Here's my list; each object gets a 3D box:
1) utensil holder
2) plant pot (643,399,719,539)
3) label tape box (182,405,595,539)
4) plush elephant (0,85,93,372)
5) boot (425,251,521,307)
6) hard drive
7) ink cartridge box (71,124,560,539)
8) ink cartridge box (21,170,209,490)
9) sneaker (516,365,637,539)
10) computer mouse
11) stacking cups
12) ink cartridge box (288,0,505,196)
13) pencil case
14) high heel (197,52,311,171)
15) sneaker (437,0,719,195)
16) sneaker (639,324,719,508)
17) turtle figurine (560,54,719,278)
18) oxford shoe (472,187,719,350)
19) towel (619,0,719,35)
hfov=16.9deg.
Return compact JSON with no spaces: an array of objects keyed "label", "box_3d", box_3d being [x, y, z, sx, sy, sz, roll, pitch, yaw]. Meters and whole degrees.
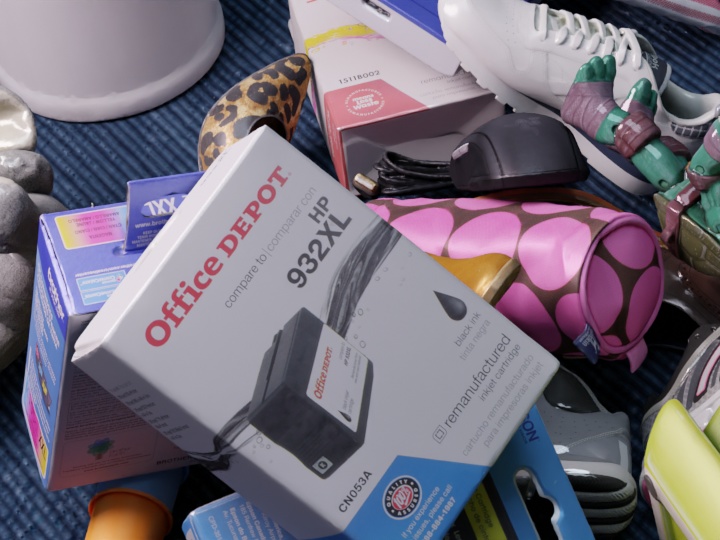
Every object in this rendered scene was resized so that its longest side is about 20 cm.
[{"label":"utensil holder","box_3d":[-0.192,-0.232,1.689,0.170,0.200,0.170,-4,45,4]},{"label":"plant pot","box_3d":[0.263,0.146,1.246,0.181,0.199,0.200,-26,47,-7]},{"label":"label tape box","box_3d":[0.022,0.163,1.310,0.200,0.066,0.143,-21,80,-15]},{"label":"plush elephant","box_3d":[-0.256,-0.028,1.528,0.155,0.165,0.200,28,25,16]},{"label":"boot","box_3d":[0.000,0.000,1.401,0.144,0.201,0.071,43,61,0]},{"label":"hard drive","box_3d":[0.052,-0.207,1.643,0.132,0.025,0.200,33,35,9]},{"label":"ink cartridge box","box_3d":[-0.023,0.046,1.239,0.200,0.084,0.145,39,74,-9]},{"label":"ink cartridge box","box_3d":[-0.110,0.028,1.339,0.136,0.200,0.076,-9,56,-20]},{"label":"sneaker","box_3d":[0.064,0.098,1.417,0.200,0.075,0.116,7,40,5]},{"label":"computer mouse","box_3d":[0.064,-0.071,1.510,0.140,0.046,0.200,-5,2,-2]},{"label":"stacking cups","box_3d":[-0.129,0.130,1.424,0.060,0.061,0.200,2,51,11]},{"label":"ink cartridge box","box_3d":[0.019,-0.149,1.665,0.116,0.068,0.200,-14,44,-6]},{"label":"pencil case","box_3d":[0.083,0.007,1.456,0.200,0.094,0.091,9,42,43]},{"label":"high heel","box_3d":[-0.048,-0.048,1.564,0.142,0.071,0.200,20,68,34]},{"label":"sneaker","box_3d":[0.140,-0.133,1.550,0.200,0.080,0.076,31,41,-19]},{"label":"sneaker","box_3d":[0.232,0.053,1.381,0.200,0.074,0.088,-43,30,20]},{"label":"turtle figurine","box_3d":[0.213,-0.048,1.421,0.101,0.150,0.200,-47,59,-7]},{"label":"oxford shoe","box_3d":[0.144,0.003,1.492,0.200,0.071,0.073,13,53,20]},{"label":"towel","box_3d":[0.164,-0.233,1.710,0.146,0.030,0.200,10,33,-36]}]
